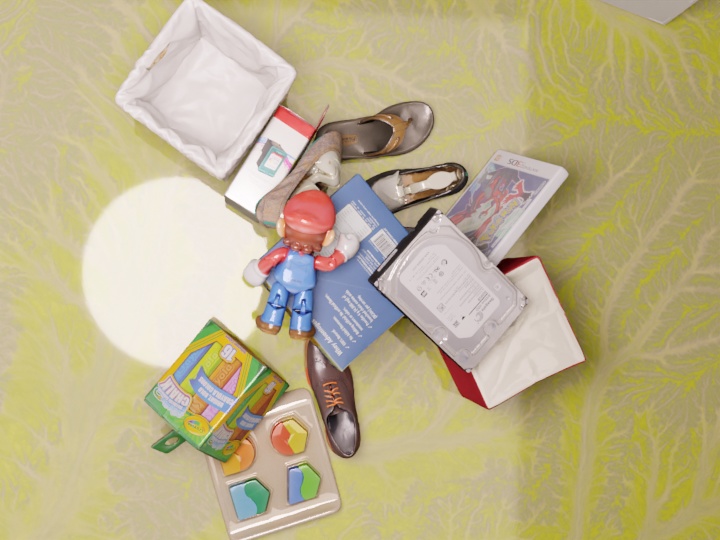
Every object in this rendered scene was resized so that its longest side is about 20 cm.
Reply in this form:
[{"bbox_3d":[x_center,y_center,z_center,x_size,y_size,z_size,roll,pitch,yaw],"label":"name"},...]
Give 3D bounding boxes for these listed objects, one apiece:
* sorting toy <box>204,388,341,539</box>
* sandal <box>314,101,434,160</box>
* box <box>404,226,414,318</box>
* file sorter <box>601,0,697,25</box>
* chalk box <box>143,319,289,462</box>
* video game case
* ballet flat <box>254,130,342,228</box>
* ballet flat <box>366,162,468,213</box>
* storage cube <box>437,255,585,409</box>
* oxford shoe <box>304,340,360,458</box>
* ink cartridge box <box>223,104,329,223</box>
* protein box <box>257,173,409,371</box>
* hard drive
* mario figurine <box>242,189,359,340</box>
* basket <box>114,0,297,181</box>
[{"bbox_3d":[-0.140,0.303,1.674,0.184,0.036,0.201,-16,90,-6],"label":"sorting toy"},{"bbox_3d":[0.027,-0.218,1.689,0.199,0.055,0.082,-10,94,-16],"label":"sandal"},{"bbox_3d":[0.000,0.000,1.676,0.198,0.079,0.142,4,85,-7],"label":"box"},{"bbox_3d":[0.437,-0.499,1.708,0.199,0.139,0.125,20,83,-6],"label":"file sorter"},{"bbox_3d":[-0.226,0.198,1.605,0.124,0.125,0.200,37,84,21],"label":"chalk box"},{"bbox_3d":[0.203,-0.093,1.653,0.023,0.182,0.200,41,84,-28],"label":"video game case"},{"bbox_3d":[-0.071,-0.127,1.588,0.067,0.068,0.200,21,59,35],"label":"ballet flat"},{"bbox_3d":[0.075,-0.132,1.692,0.199,0.068,0.068,-18,91,-6],"label":"ballet flat"},{"bbox_3d":[0.210,0.090,1.648,0.170,0.180,0.201,-25,93,-6],"label":"storage cube"},{"bbox_3d":[-0.038,0.192,1.669,0.071,0.073,0.201,-18,91,-6],"label":"oxford shoe"},{"bbox_3d":[-0.128,-0.176,1.645,0.067,0.116,0.201,32,85,-5],"label":"ink cartridge box"},{"bbox_3d":[-0.022,0.004,1.567,0.200,0.135,0.199,-41,93,-7],"label":"protein box"},{"bbox_3d":[0.125,0.029,1.504,0.200,0.038,0.140,44,85,-21],"label":"hard drive"},{"bbox_3d":[-0.080,-0.011,1.469,0.123,0.106,0.201,10,97,-41],"label":"mario figurine"},{"bbox_3d":[-0.229,-0.264,1.613,0.199,0.161,0.199,36,85,-5],"label":"basket"}]
